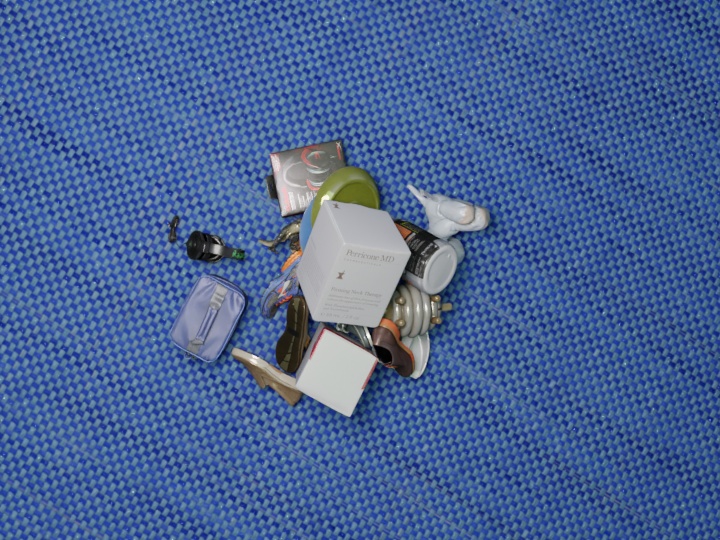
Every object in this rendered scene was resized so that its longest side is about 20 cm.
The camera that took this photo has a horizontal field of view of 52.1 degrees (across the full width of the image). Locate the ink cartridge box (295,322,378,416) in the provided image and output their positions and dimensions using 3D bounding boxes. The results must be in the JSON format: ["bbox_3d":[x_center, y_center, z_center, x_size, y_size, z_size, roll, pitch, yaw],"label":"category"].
[{"bbox_3d":[-0.059,0.220,1.694,0.142,0.200,0.148,27,89,-6],"label":"ink cartridge box"}]

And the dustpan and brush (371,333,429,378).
[{"bbox_3d":[0.120,0.138,1.772,0.137,0.057,0.204,24,72,-6],"label":"dustpan and brush"}]

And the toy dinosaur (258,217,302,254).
[{"bbox_3d":[-0.170,-0.078,1.701,0.197,0.089,0.047,-27,124,30],"label":"toy dinosaur"}]

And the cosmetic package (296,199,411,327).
[{"bbox_3d":[-0.021,-0.014,1.586,0.163,0.168,0.203,7,124,-26],"label":"cosmetic package"}]

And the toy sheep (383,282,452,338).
[{"bbox_3d":[0.122,0.091,1.696,0.194,0.138,0.142,3,90,-16],"label":"toy sheep"}]

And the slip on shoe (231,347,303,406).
[{"bbox_3d":[-0.225,0.251,1.746,0.197,0.076,0.062,31,82,-11],"label":"slip on shoe"}]

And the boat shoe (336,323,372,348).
[{"bbox_3d":[-0.031,0.122,1.709,0.061,0.200,0.074,-28,132,-11],"label":"boat shoe"}]

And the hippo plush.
[{"bbox_3d":[0.203,-0.087,1.730,0.195,0.159,0.165,12,101,-24],"label":"hippo plush"}]

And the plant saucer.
[{"bbox_3d":[-0.024,-0.131,1.664,0.197,0.031,0.205,-18,119,-35],"label":"plant saucer"}]

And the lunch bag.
[{"bbox_3d":[-0.354,0.114,1.705,0.133,0.132,0.204,26,88,-3],"label":"lunch bag"}]

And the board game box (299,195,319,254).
[{"bbox_3d":[-0.068,-0.100,1.689,0.196,0.039,0.162,-8,113,-38],"label":"board game box"}]

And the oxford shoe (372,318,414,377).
[{"bbox_3d":[0.069,0.195,1.677,0.070,0.201,0.074,2,52,32],"label":"oxford shoe"}]

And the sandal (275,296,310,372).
[{"bbox_3d":[-0.149,0.151,1.734,0.081,0.054,0.205,28,115,35],"label":"sandal"}]

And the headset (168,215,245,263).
[{"bbox_3d":[-0.361,-0.068,1.716,0.195,0.123,0.097,11,88,16],"label":"headset"}]

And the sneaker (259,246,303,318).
[{"bbox_3d":[-0.168,0.041,1.721,0.078,0.075,0.201,40,114,7],"label":"sneaker"}]

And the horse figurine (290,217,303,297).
[{"bbox_3d":[-0.123,-0.038,1.752,0.129,0.050,0.206,-6,98,24],"label":"horse figurine"}]

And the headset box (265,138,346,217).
[{"bbox_3d":[-0.126,-0.215,1.749,0.194,0.075,0.153,-11,92,-4],"label":"headset box"}]

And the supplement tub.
[{"bbox_3d":[0.114,-0.039,1.672,0.198,0.122,0.124,32,88,40],"label":"supplement tub"}]
